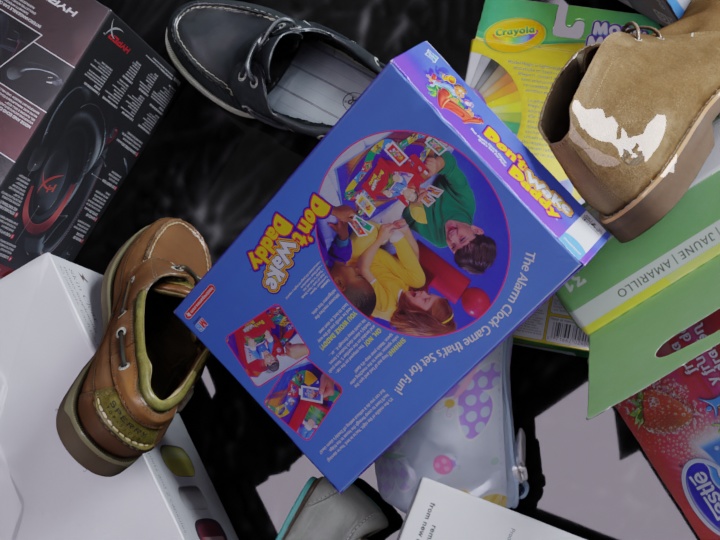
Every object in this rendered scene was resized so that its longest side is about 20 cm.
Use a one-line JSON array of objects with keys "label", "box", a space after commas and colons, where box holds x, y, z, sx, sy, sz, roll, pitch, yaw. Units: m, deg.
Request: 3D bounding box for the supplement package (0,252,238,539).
[{"label": "supplement package", "box": [-0.188, 0.120, 0.975, 0.155, 0.111, 0.201, -29, 78, 6]}]

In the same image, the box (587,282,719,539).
[{"label": "box", "box": [0.219, 0.092, 0.867, 0.095, 0.100, 0.201, -31, 95, 30]}]

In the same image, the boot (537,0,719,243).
[{"label": "boot", "box": [0.155, -0.107, 0.839, 0.075, 0.074, 0.200, 42, 50, -9]}]

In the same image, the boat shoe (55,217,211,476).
[{"label": "boat shoe", "box": [-0.108, 0.031, 0.927, 0.072, 0.201, 0.068, 38, 123, -22]}]

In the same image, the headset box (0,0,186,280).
[{"label": "headset box", "box": [-0.205, -0.068, 0.989, 0.075, 0.149, 0.201, 31, 89, 14]}]

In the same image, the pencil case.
[{"label": "pencil case", "box": [0.050, 0.040, 0.909, 0.090, 0.083, 0.202, 16, 117, 42]}]

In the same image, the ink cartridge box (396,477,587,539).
[{"label": "ink cartridge box", "box": [0.109, 0.196, 0.854, 0.198, 0.145, 0.084, 21, 70, 10]}]

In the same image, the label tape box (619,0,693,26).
[{"label": "label tape box", "box": [0.168, -0.243, 0.975, 0.144, 0.063, 0.200, -49, 45, 1]}]

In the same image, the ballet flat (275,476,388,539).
[{"label": "ballet flat", "box": [-0.052, 0.214, 0.958, 0.063, 0.067, 0.201, 33, 89, 7]}]

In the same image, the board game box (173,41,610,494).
[{"label": "board game box", "box": [0.011, 0.003, 0.839, 0.135, 0.045, 0.200, 47, 122, 4]}]

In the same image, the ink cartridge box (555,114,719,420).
[{"label": "ink cartridge box", "box": [0.162, -0.016, 0.820, 0.145, 0.200, 0.048, -34, 99, 19]}]

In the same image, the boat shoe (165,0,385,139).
[{"label": "boat shoe", "box": [-0.038, -0.120, 1.002, 0.199, 0.066, 0.075, 34, 79, 14]}]

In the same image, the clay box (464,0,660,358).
[{"label": "clay box", "box": [0.110, -0.056, 0.976, 0.114, 0.048, 0.202, 10, 83, 15]}]
